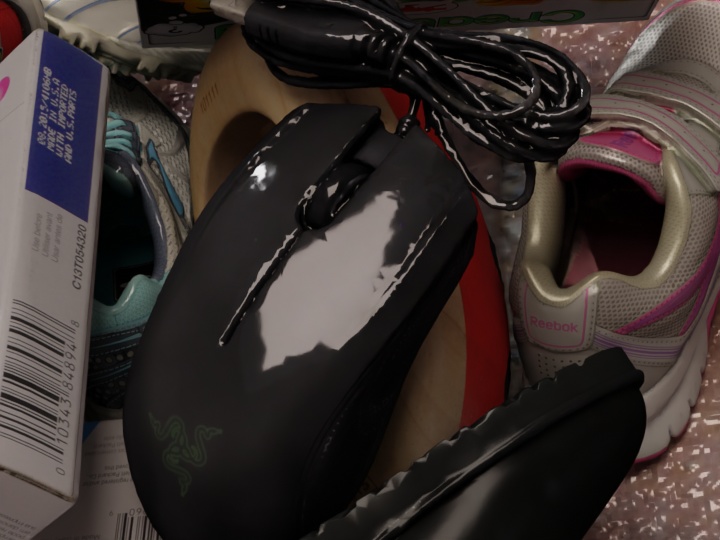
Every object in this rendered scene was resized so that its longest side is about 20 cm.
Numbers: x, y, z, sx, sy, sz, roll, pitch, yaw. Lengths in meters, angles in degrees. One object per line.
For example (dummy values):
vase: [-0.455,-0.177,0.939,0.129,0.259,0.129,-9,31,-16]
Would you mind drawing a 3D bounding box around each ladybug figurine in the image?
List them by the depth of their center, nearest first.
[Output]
ladybug figurine: [0.000,0.000,0.858,0.071,0.136,0.201,-8,70,-31]

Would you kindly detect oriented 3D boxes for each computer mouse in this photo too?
computer mouse: [-0.024,0.000,0.771,0.138,0.053,0.201,23,88,27]

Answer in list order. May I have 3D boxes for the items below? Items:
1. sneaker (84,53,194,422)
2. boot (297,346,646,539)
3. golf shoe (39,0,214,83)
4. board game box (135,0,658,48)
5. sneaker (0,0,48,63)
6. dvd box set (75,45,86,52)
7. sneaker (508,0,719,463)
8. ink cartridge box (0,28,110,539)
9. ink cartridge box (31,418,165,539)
sneaker: [-0.096,-0.028,0.926,0.077,0.087,0.201,-21,48,0]
boot: [0.048,0.138,0.738,0.198,0.073,0.163,-33,77,-18]
golf shoe: [-0.066,-0.116,0.953,0.199,0.078,0.098,24,100,5]
board game box: [0.016,-0.118,0.854,0.198,0.126,0.035,-3,79,-3]
sneaker: [-0.213,-0.056,0.916,0.200,0.085,0.077,-38,88,20]
dvd box set: [-0.167,-0.133,1.066,0.146,0.029,0.200,22,62,29]
sneaker: [0.108,-0.032,0.871,0.081,0.088,0.201,8,56,21]
ink cartridge box: [-0.165,0.042,0.847,0.200,0.043,0.197,-38,38,33]
ink cartridge box: [-0.091,0.151,0.799,0.115,0.068,0.201,-6,51,12]
